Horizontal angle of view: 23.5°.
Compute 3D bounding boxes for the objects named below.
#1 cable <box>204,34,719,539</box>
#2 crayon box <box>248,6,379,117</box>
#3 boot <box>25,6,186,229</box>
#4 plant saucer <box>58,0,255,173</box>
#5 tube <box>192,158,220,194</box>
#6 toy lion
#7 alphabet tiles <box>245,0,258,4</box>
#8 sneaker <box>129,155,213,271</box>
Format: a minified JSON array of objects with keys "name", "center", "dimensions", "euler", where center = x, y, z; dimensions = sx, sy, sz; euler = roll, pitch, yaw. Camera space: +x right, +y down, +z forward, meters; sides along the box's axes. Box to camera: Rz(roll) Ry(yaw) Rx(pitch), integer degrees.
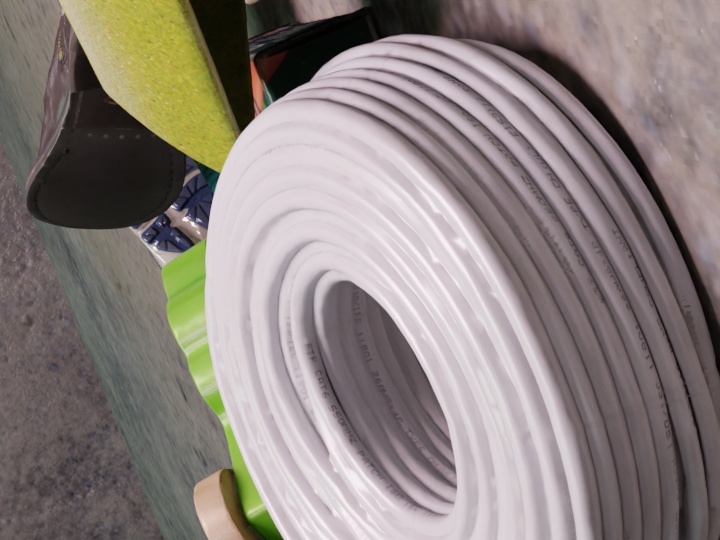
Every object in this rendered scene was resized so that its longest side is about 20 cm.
[{"name":"cable","center":[0.023,0.029,0.532],"dimensions":[0.200,0.069,0.201],"euler":[22,129,52]},{"name":"crayon box","center":[0.000,0.000,0.700],"dimensions":[0.201,0.051,0.127],"euler":[69,166,-11]},{"name":"boot","center":[-0.113,-0.132,0.799],"dimensions":[0.200,0.069,0.175],"euler":[119,150,-53]},{"name":"plant saucer","center":[-0.080,-0.154,0.556],"dimensions":[0.200,0.048,0.201],"euler":[74,-171,-63]},{"name":"tube","center":[-0.026,-0.005,0.823],"dimensions":[0.201,0.050,0.077],"euler":[62,178,4]},{"name":"toy lion","center":[-0.025,0.081,0.841],"dimensions":[0.200,0.068,0.192],"euler":[50,-165,-38]},{"name":"alphabet tiles","center":[-0.051,-0.178,0.492],"dimensions":[0.166,0.006,0.201],"euler":[-50,-59,-66]},{"name":"sneaker","center":[-0.086,-0.010,0.980],"dimensions":[0.085,0.077,0.201],"euler":[91,153,-70]}]
